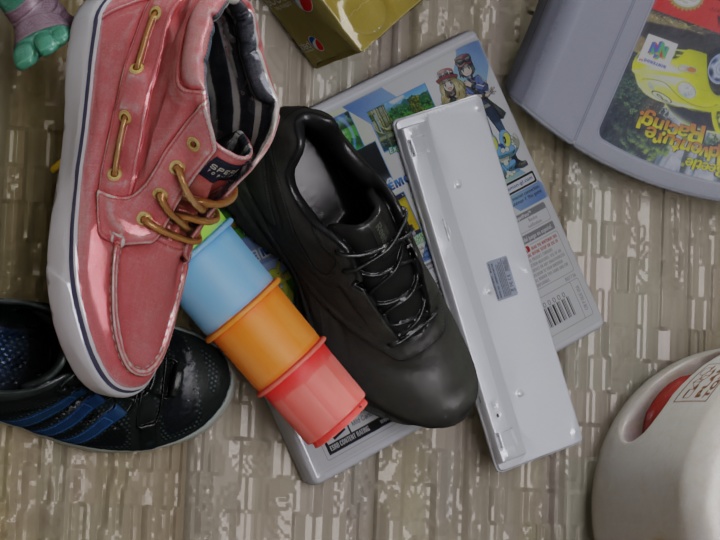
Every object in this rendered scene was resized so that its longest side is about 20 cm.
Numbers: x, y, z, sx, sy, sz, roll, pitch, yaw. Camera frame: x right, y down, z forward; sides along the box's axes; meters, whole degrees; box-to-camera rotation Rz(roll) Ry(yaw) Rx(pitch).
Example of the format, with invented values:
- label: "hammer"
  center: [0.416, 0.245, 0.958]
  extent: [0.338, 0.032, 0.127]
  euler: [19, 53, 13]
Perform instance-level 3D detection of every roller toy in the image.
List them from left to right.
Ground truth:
- label: "roller toy"
  center: [0.231, 0.130, 1.501]
  extent: [0.199, 0.140, 0.183]
  euler: [7, 82, -23]

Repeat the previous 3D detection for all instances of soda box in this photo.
- label: "soda box"
  center: [0.036, -0.198, 1.481]
  extent: [0.200, 0.064, 0.068]
  euler: [-43, 103, -21]

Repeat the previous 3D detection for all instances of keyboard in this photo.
- label: "keyboard"
  center: [0.070, 0.007, 1.487]
  extent: [0.056, 0.011, 0.201]
  euler: [-19, 94, -29]

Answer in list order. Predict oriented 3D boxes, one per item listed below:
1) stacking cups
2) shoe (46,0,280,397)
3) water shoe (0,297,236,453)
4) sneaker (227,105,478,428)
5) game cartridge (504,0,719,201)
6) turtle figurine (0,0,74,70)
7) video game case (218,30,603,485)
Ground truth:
- label: "stacking cups"
  center: [-0.073, 0.003, 1.406]
  extent: [0.060, 0.060, 0.200]
  euler: [-44, 97, -21]
- label: "shoe"
  center: [-0.094, -0.038, 1.316]
  extent: [0.071, 0.091, 0.201]
  euler: [4, 87, -52]
- label: "water shoe"
  center: [-0.149, 0.052, 1.368]
  extent: [0.199, 0.079, 0.072]
  euler: [7, 83, -24]
- label: "sneaker"
  center: [0.000, 0.000, 1.412]
  extent: [0.076, 0.091, 0.200]
  euler: [-42, 104, -23]
- label: "game cartridge"
  center: [0.188, -0.111, 1.530]
  extent: [0.199, 0.041, 0.134]
  euler: [16, 110, -19]
- label: "turtle figurine"
  center: [-0.227, -0.183, 1.331]
  extent: [0.101, 0.149, 0.200]
  euler: [-47, 113, -39]
- label: "video game case"
  center: [0.016, -0.009, 1.481]
  extent: [0.200, 0.022, 0.183]
  euler: [-27, 97, -23]
